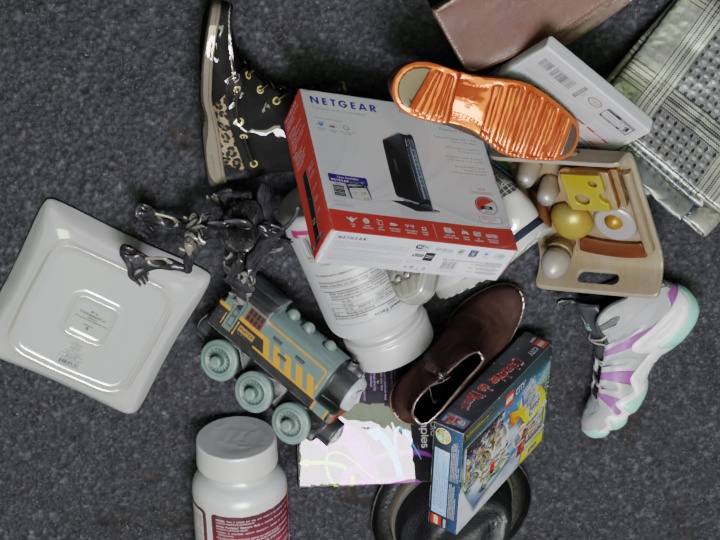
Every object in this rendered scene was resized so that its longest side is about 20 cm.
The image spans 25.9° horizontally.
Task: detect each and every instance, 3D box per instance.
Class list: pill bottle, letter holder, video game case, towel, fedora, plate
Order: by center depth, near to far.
[{"bbox_3d":[0.181,-0.266,1.551,0.199,0.101,0.143,-29,117,9],"label":"letter holder"},{"bbox_3d":[0.177,-0.152,1.581,0.143,0.018,0.199,35,147,-20],"label":"video game case"},{"bbox_3d":[0.347,-0.163,1.599,0.192,0.035,0.200,40,90,-4],"label":"towel"},{"bbox_3d":[0.000,0.000,1.652,0.112,0.114,0.202,-21,116,5],"label":"pill bottle"},{"bbox_3d":[-0.291,0.049,1.693,0.198,0.032,0.201,25,111,-17],"label":"plate"},{"bbox_3d":[-0.135,0.274,1.772,0.108,0.110,0.202,-3,116,-4],"label":"pill bottle"},{"bbox_3d":[0.109,0.297,1.814,0.198,0.092,0.203,-2,115,-4],"label":"fedora"}]

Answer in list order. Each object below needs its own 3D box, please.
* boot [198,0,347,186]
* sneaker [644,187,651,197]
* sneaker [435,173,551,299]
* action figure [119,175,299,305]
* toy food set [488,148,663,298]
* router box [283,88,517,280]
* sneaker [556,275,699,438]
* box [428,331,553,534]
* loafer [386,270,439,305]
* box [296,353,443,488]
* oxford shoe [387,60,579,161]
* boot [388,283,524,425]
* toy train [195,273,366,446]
[{"bbox_3d":[-0.088,-0.179,1.580,0.149,0.073,0.202,-1,119,-4],"label":"boot"},{"bbox_3d":[0.313,-0.130,1.655,0.198,0.078,0.087,-17,98,0],"label":"sneaker"},{"bbox_3d":[0.124,-0.034,1.641,0.081,0.076,0.200,52,146,1],"label":"sneaker"},{"bbox_3d":[-0.142,-0.032,1.614,0.198,0.120,0.102,-1,163,22],"label":"action figure"},{"bbox_3d":[0.224,-0.049,1.621,0.142,0.061,0.201,5,142,30],"label":"toy food set"},{"bbox_3d":[0.036,-0.083,1.516,0.198,0.181,0.049,5,140,-25],"label":"router box"},{"bbox_3d":[0.268,0.078,1.742,0.139,0.078,0.201,29,100,-16],"label":"sneaker"},{"bbox_3d":[0.143,0.174,1.705,0.037,0.200,0.138,20,127,27],"label":"box"},{"bbox_3d":[0.068,-0.048,1.596,0.069,0.202,0.070,-22,137,35],"label":"loafer"},{"bbox_3d":[0.025,0.167,1.751,0.197,0.036,0.145,-3,93,-5],"label":"box"},{"bbox_3d":[0.121,-0.163,1.538,0.198,0.073,0.072,20,100,-13],"label":"oxford shoe"},{"bbox_3d":[0.116,0.090,1.654,0.200,0.166,0.072,-44,95,-7],"label":"boot"},{"bbox_3d":[-0.085,0.097,1.678,0.200,0.085,0.114,40,113,12],"label":"toy train"}]
